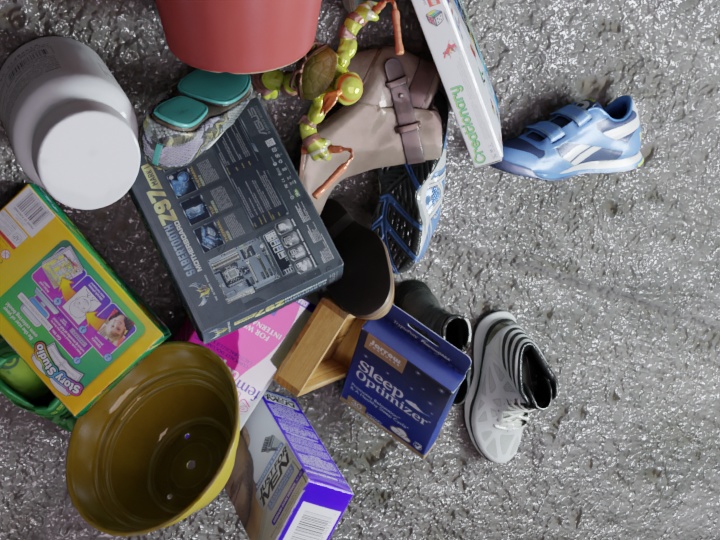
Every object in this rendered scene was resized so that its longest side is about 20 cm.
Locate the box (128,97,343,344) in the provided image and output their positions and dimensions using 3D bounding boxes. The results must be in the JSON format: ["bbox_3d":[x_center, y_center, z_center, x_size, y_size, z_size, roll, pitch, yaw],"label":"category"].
[{"bbox_3d":[-0.129,-0.051,1.372,0.157,0.201,0.051,-26,166,-12],"label":"box"}]

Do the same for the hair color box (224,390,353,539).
[{"bbox_3d":[-0.088,0.224,1.501,0.064,0.200,0.110,22,104,-28],"label":"hair color box"}]

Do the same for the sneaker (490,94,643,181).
[{"bbox_3d":[0.227,-0.148,1.539,0.199,0.074,0.083,-11,116,-27],"label":"sneaker"}]

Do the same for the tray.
[{"bbox_3d":[-0.026,0.072,1.475,0.037,0.200,0.099,34,100,10],"label":"tray"}]

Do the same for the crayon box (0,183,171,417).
[{"bbox_3d":[-0.296,0.029,1.352,0.119,0.058,0.200,-42,92,0],"label":"crayon box"}]

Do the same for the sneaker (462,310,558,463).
[{"bbox_3d":[0.177,0.160,1.633,0.075,0.115,0.202,-11,118,-18],"label":"sneaker"}]

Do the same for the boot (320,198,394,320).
[{"bbox_3d":[0.000,0.000,1.433,0.073,0.200,0.076,-35,124,2],"label":"boot"}]

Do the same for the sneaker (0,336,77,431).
[{"bbox_3d":[-0.312,0.131,1.430,0.199,0.084,0.074,33,98,-32],"label":"sneaker"}]

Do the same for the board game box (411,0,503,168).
[{"bbox_3d":[0.098,-0.221,1.415,0.034,0.127,0.201,-16,122,13],"label":"board game box"}]

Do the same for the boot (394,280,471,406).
[{"bbox_3d":[0.079,0.121,1.564,0.067,0.131,0.202,-12,118,-19],"label":"boot"}]

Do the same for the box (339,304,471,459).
[{"bbox_3d":[0.045,0.120,1.508,0.032,0.121,0.201,-48,166,-32],"label":"box"}]

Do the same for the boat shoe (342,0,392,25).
[{"bbox_3d":[-0.003,-0.342,1.360,0.074,0.065,0.203,-30,129,-30],"label":"boat shoe"}]

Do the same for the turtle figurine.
[{"bbox_3d":[-0.046,-0.181,1.344,0.064,0.161,0.201,14,99,-38],"label":"turtle figurine"}]

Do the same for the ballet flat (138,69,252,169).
[{"bbox_3d":[-0.160,-0.143,1.322,0.071,0.200,0.073,6,113,14],"label":"ballet flat"}]

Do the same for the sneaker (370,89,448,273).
[{"bbox_3d":[0.054,-0.099,1.496,0.075,0.077,0.202,15,97,17],"label":"sneaker"}]

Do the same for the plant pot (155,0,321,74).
[{"bbox_3d":[-0.111,-0.290,1.267,0.199,0.201,0.178,-13,127,-17],"label":"plant pot"}]

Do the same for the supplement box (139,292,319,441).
[{"bbox_3d":[-0.138,0.082,1.459,0.101,0.103,0.201,30,101,-12],"label":"supplement box"}]

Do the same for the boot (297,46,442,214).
[{"bbox_3d":[0.011,-0.131,1.432,0.145,0.070,0.202,6,103,-2],"label":"boot"}]

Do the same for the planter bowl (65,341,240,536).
[{"bbox_3d":[-0.185,0.177,1.361,0.200,0.201,0.083,-42,139,0],"label":"planter bowl"}]

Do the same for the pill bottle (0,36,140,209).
[{"bbox_3d":[-0.263,-0.132,1.259,0.113,0.200,0.115,-9,117,-18],"label":"pill bottle"}]
